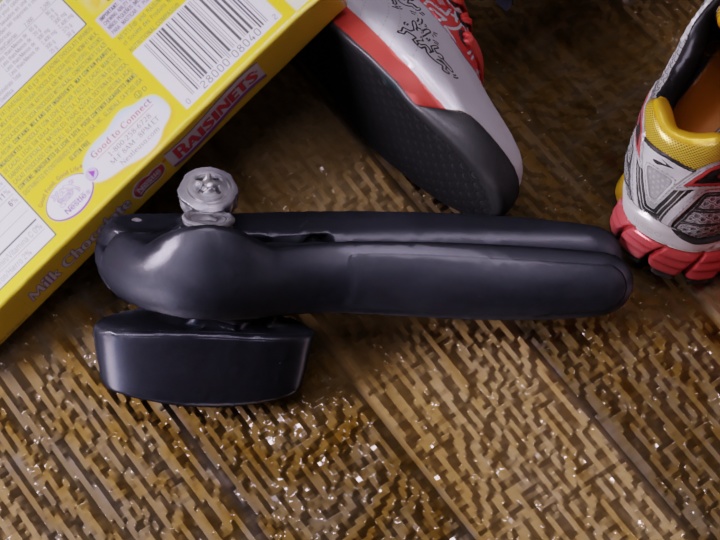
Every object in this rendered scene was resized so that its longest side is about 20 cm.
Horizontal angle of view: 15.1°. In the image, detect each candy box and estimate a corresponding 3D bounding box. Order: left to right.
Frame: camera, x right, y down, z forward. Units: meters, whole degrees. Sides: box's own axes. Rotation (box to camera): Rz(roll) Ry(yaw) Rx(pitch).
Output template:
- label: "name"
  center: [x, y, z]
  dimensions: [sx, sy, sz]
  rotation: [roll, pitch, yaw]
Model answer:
- label: "candy box"
  center: [-0.109, -0.064, 1.015]
  dimensions: [0.200, 0.026, 0.102]
  rotation: [-44, 61, -1]

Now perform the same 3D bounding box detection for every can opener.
- label: "can opener"
  center: [0.000, 0.000, 0.992]
  dimensions: [0.199, 0.079, 0.063]
  rotation: [-5, 31, -8]

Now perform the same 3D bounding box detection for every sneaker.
- label: "sneaker"
  center: [0.021, -0.114, 1.056]
  dimensions: [0.108, 0.067, 0.201]
  rotation: [-37, 60, -17]
- label: "sneaker"
  center: [0.170, -0.085, 1.022]
  dimensions: [0.078, 0.082, 0.200]
  rotation: [29, 62, 19]

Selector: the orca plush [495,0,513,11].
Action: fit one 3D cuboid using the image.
- label: "orca plush"
  center: [0.125, -0.176, 1.050]
  dimensions: [0.199, 0.071, 0.106]
  rotation: [-15, 73, -24]
